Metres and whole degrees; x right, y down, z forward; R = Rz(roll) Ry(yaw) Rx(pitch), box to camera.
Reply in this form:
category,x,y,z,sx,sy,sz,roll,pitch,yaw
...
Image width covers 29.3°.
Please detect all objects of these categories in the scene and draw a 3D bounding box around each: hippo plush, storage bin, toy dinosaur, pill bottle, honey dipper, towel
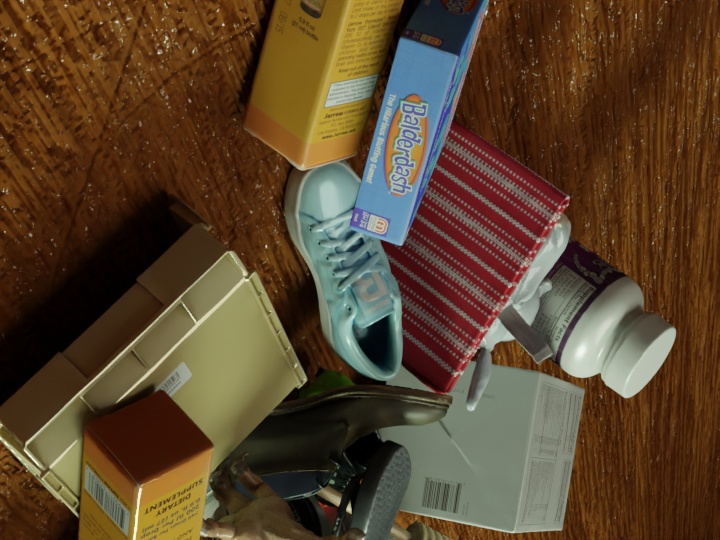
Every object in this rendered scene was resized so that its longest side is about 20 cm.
category,x,y,z,sx,sy,sz,roll,pitch,yaw
hippo plush,0.130,0.001,1.244,0.159,0.201,0.161,-36,163,13
storage bin,-0.156,0.080,0.988,0.200,0.094,0.199,-44,150,-15
toy dinosaur,-0.075,0.216,1.044,0.086,0.136,0.200,-46,-171,-25
pill bottle,0.206,0.034,1.356,0.112,0.199,0.113,-40,152,-26
honey dipper,0.005,0.225,1.267,0.199,0.038,0.038,32,96,-23
towel,0.070,-0.014,1.166,0.201,0.144,0.022,-58,157,10

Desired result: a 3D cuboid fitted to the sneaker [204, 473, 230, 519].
category,x,y,z,sx,sy,sz,roll,pitch,yaw
sneaker,-0.188,0.202,1.106,0.200,0.077,0.086,-46,148,-33

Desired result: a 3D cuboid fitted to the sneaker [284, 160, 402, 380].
category,x,y,z,sx,sy,sz,roll,pitch,yaw
sneaker,0.000,0.000,1.094,0.074,0.082,0.201,-30,125,-19

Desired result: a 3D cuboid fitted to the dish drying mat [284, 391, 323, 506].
category,x,y,z,sx,sy,sz,roll,pitch,yaw
dish drying mat,-0.061,0.184,1.321,0.077,0.018,0.201,-46,151,-16

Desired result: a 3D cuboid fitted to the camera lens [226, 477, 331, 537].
category,x,y,z,sx,sy,sz,roll,pitch,yaw
camera lens,-0.095,0.282,1.226,0.160,0.160,0.201,-41,149,-21

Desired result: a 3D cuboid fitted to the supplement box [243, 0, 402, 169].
category,x,y,z,sx,sy,sz,roll,pitch,yaw
supplement box,-0.016,-0.174,0.929,0.068,0.066,0.201,-20,138,-45

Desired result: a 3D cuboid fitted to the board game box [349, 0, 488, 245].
category,x,y,z,sx,sy,sz,roll,pitch,yaw
board game box,0.050,-0.134,1.012,0.201,0.045,0.153,-67,174,-56

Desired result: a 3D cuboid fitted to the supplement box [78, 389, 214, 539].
category,x,y,z,sx,sy,sz,roll,pitch,yaw
supplement box,-0.151,0.181,0.942,0.066,0.069,0.201,-25,143,-37

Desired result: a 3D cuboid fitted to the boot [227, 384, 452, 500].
category,x,y,z,sx,sy,sz,roll,pitch,yaw
boot,-0.021,0.145,1.145,0.075,0.198,0.098,54,34,-78

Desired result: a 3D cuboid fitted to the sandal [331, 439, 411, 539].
category,x,y,z,sx,sy,sz,roll,pitch,yaw
sandal,-0.005,0.218,1.136,0.076,0.043,0.201,-43,154,-48

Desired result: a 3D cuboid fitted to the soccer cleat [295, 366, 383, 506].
category,x,y,z,sx,sy,sz,roll,pitch,yaw
soccer cleat,-0.015,0.169,1.268,0.067,0.081,0.201,-42,150,-26

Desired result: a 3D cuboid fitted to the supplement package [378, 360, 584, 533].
category,x,y,z,sx,sy,sz,roll,pitch,yaw
supplement package,0.120,0.171,1.366,0.200,0.150,0.152,23,76,-67

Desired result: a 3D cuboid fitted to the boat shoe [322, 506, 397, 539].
category,x,y,z,sx,sy,sz,roll,pitch,yaw
boat shoe,0.010,0.285,1.329,0.071,0.201,0.071,-9,110,-12
